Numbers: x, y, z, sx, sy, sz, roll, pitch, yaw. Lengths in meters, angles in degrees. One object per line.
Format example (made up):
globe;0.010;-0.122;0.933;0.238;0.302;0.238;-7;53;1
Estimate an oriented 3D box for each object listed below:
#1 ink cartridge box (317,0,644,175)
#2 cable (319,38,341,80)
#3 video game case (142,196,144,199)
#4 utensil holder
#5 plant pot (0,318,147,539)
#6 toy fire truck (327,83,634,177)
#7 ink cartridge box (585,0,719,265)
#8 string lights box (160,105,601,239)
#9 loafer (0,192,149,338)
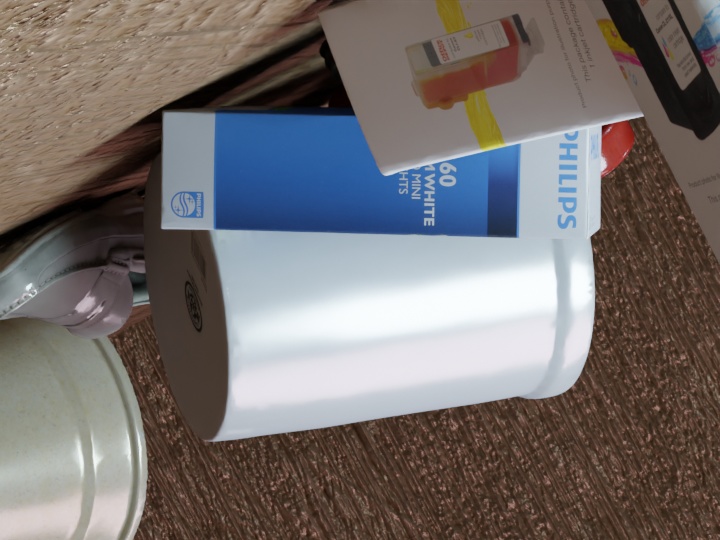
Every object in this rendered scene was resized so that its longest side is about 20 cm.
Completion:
ink cartridge box;0.103;-0.112;1.164;0.145;0.083;0.200;-27;-170;-37
cable;0.080;-0.137;1.332;0.200;0.050;0.097;-29;175;-20
video game case;-0.026;-0.022;1.677;0.200;0.026;0.181;19;-152;30
utensil holder;0.000;0.000;1.472;0.200;0.170;0.170;-10;173;-18
plant pot;-0.272;0.124;1.798;0.183;0.201;0.200;-12;168;-42
toy fire truck;0.074;-0.110;1.637;0.200;0.112;0.168;-28;-157;15
ink cartridge box;0.169;-0.107;1.015;0.146;0.200;0.083;-28;-178;-20
string lights box;0.013;-0.048;1.311;0.200;0.059;0.103;2;-176;8
loafer;-0.154;0.004;1.539;0.070;0.070;0.200;-29;179;22
